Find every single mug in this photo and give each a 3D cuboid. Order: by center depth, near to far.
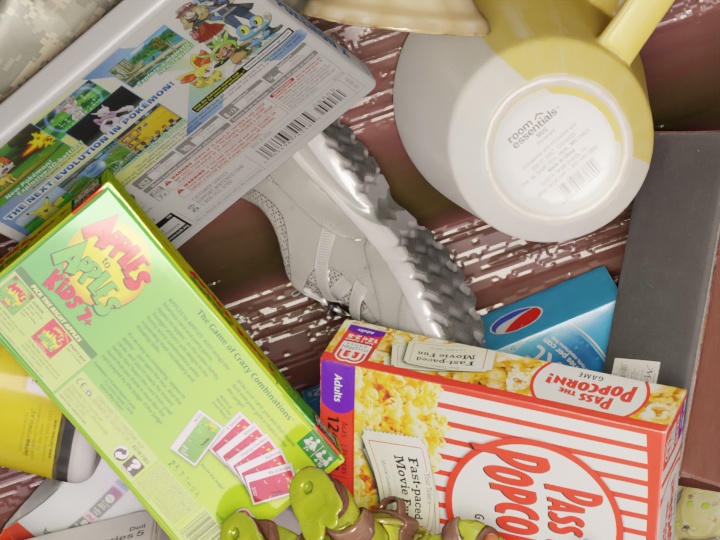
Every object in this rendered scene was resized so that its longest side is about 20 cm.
[{"bbox_3d":[0.101,-0.103,1.635,0.149,0.153,0.187,4,105,-6],"label":"mug"}]

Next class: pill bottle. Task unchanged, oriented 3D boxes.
[{"bbox_3d":[-0.236,0.046,1.661,0.199,0.112,0.113,14,104,0],"label":"pill bottle"}]

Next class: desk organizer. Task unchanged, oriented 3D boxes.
[{"bbox_3d":[0.197,0.026,1.675,0.077,0.072,0.201,19,78,-41],"label":"desk organizer"}]

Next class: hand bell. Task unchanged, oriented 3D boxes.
[{"bbox_3d":[0.031,-0.233,1.574,0.104,0.104,0.201,5,99,-7],"label":"hand bell"}]

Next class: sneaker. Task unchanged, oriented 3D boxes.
[{"bbox_3d":[0.000,0.000,1.684,0.082,0.075,0.200,-39,76,21],"label":"sneaker"}]

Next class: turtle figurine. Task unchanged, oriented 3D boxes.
[{"bbox_3d":[0.012,0.151,1.583,0.199,0.065,0.161,-19,150,33],"label":"turtle figurine"}]

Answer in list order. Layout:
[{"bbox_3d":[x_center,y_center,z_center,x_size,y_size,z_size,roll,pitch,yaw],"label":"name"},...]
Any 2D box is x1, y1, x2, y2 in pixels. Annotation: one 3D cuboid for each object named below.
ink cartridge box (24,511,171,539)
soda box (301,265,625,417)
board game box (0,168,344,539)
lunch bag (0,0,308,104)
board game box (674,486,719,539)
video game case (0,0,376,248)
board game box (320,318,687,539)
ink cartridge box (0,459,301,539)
[{"bbox_3d":[-0.158,0.260,1.728,0.145,0.084,0.201,-15,115,10],"label":"ink cartridge box"},{"bbox_3d":[0.069,0.071,1.725,0.199,0.068,0.064,-23,108,1],"label":"soda box"},{"bbox_3d":[-0.111,0.056,1.582,0.101,0.048,0.200,-39,102,2],"label":"board game box"},{"bbox_3d":[-0.125,-0.152,1.614,0.200,0.118,0.164,26,107,-40],"label":"lunch bag"},{"bbox_3d":[0.189,0.157,1.783,0.200,0.032,0.120,-36,110,4],"label":"board game box"},{"bbox_3d":[-0.112,-0.078,1.591,0.200,0.022,0.182,-38,148,14],"label":"video game case"},{"bbox_3d":[0.077,0.119,1.628,0.199,0.046,0.152,11,123,17],"label":"board game box"},{"bbox_3d":[-0.133,0.187,1.751,0.162,0.057,0.200,41,94,-15],"label":"ink cartridge box"}]
